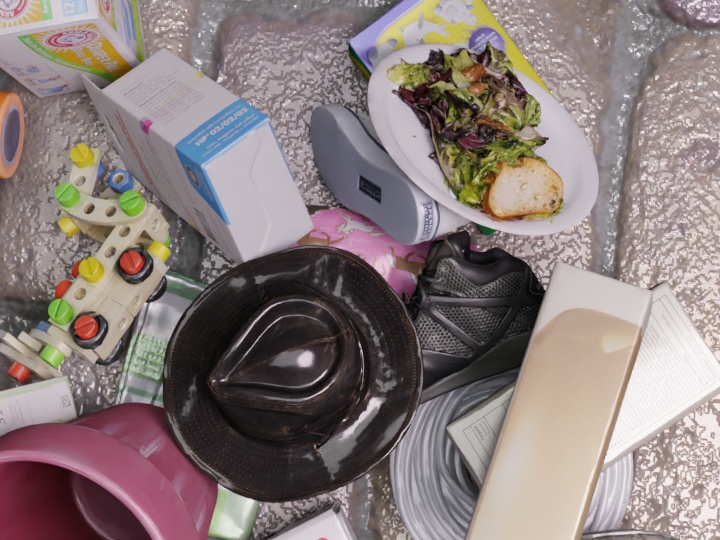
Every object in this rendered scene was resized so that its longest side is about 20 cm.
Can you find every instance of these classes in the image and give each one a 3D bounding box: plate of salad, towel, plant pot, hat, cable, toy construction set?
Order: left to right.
[{"bbox_3d":[-0.227,0.007,1.087,0.130,0.092,0.202,26,87,25],"label":"toy construction set"},{"bbox_3d":[-0.194,0.190,0.992,0.197,0.179,0.203,4,108,14],"label":"plant pot"},{"bbox_3d":[-0.134,0.113,1.112,0.147,0.031,0.203,15,86,4],"label":"towel"},{"bbox_3d":[-0.056,0.071,0.953,0.197,0.081,0.204,-1,81,9],"label":"hat"},{"bbox_3d":[0.099,-0.111,1.019,0.197,0.048,0.202,15,46,-16],"label":"plate of salad"},{"bbox_3d":[0.121,0.152,1.082,0.197,0.069,0.203,-16,85,1],"label":"cable"}]

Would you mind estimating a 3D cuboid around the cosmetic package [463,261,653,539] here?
[{"bbox_3d":[0.137,0.107,0.914,0.070,0.105,0.203,17,82,13],"label":"cosmetic package"}]

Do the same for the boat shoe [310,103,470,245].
[{"bbox_3d":[0.033,-0.086,1.072,0.085,0.202,0.076,-11,118,-25],"label":"boat shoe"}]

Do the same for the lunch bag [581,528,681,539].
[{"bbox_3d":[0.174,0.290,1.000,0.165,0.202,0.140,-16,47,-12],"label":"lunch bag"}]

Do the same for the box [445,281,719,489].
[{"bbox_3d":[0.168,0.103,1.009,0.198,0.078,0.096,-32,84,0],"label":"box"}]

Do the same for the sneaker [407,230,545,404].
[{"bbox_3d":[0.045,0.039,1.019,0.197,0.076,0.116,-23,102,6],"label":"sneaker"}]

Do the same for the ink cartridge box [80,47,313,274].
[{"bbox_3d":[-0.132,-0.097,1.055,0.068,0.116,0.199,-37,45,-17],"label":"ink cartridge box"}]

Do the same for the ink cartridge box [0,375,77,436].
[{"bbox_3d":[-0.332,0.132,1.011,0.144,0.199,0.049,-18,86,28],"label":"ink cartridge box"}]

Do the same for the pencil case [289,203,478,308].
[{"bbox_3d":[0.000,0.000,1.094,0.197,0.087,0.084,14,122,3],"label":"pencil case"}]

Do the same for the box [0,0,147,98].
[{"bbox_3d":[-0.241,-0.218,1.060,0.100,0.200,0.114,-9,85,1],"label":"box"}]

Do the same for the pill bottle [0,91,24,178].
[{"bbox_3d":[-0.383,-0.123,1.104,0.197,0.106,0.108,8,85,2],"label":"pill bottle"}]

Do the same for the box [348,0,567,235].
[{"bbox_3d":[0.091,-0.141,1.120,0.117,0.048,0.201,-37,86,-3],"label":"box"}]

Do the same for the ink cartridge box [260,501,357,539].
[{"bbox_3d":[-0.073,0.296,1.067,0.198,0.083,0.148,-26,85,0],"label":"ink cartridge box"}]
